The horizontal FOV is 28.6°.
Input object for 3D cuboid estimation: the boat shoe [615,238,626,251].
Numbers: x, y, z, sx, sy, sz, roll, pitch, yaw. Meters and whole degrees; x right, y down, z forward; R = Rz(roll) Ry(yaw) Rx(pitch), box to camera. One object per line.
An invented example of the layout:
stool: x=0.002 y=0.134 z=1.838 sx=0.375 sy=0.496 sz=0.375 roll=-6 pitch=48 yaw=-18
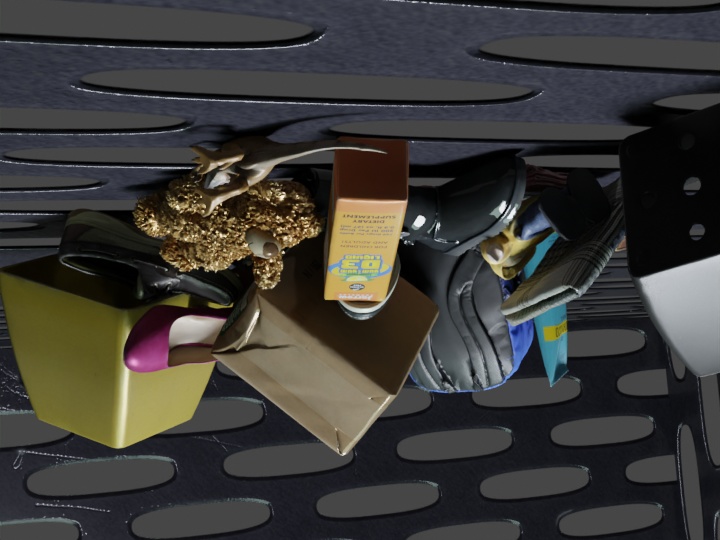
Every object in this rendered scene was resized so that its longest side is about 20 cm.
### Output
boat shoe: x=0.295 y=-0.059 z=1.650 sx=0.198 sy=0.071 sz=0.070 roll=-11 pitch=-174 yaw=-38

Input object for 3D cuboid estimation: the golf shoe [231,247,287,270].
golf shoe: x=-0.127 y=-0.045 z=1.520 sx=0.087 sy=0.078 sz=0.199 roll=-22 pitch=-169 yaw=-39

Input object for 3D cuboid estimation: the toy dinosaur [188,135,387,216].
toy dinosaur: x=-0.087 y=-0.095 z=1.178 sx=0.106 sy=0.061 sz=0.199 roll=-31 pitch=-162 yaw=-38

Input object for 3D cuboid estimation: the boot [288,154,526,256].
boot: x=0.040 y=-0.075 z=1.373 sx=0.198 sy=0.066 sz=0.165 roll=12 pitch=148 yaw=-23

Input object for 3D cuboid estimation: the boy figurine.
boy figurine: x=0.170 y=-0.039 z=1.430 sx=0.124 sy=0.065 sz=0.200 roll=-33 pitch=177 yaw=-25

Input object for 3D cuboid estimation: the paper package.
paper package: x=-0.033 y=0.062 z=1.503 sx=0.104 sy=0.190 sz=0.200 roll=-51 pitch=-176 yaw=33

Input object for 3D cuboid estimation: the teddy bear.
teddy bear: x=-0.132 y=-0.037 z=1.351 sx=0.198 sy=0.067 sz=0.146 roll=8 pitch=135 yaw=24

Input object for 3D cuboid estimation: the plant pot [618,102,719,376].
plant pot: x=0.331 y=-0.045 z=1.239 sx=0.198 sy=0.203 sz=0.177 roll=-18 pitch=150 yaw=36

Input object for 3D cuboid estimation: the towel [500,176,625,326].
towel: x=0.227 y=-0.034 z=1.439 sx=0.034 sy=0.193 sz=0.200 roll=39 pitch=161 yaw=-4

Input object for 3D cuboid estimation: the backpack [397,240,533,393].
backpack: x=0.125 y=0.030 z=1.642 sx=0.161 sy=0.203 sz=0.168 roll=-6 pitch=-162 yaw=30

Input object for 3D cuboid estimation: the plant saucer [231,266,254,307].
plant saucer: x=-0.093 y=0.023 z=1.712 sx=0.197 sy=0.035 sz=0.201 roll=-11 pitch=-160 yaw=4

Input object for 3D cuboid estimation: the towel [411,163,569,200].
towel: x=0.135 y=-0.085 z=1.515 sx=0.198 sy=0.023 sz=0.143 roll=-8 pitch=175 yaw=35

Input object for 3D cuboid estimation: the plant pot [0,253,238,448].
plant pot: x=-0.278 y=0.086 z=1.611 sx=0.198 sy=0.179 sz=0.199 roll=15 pitch=-162 yaw=30

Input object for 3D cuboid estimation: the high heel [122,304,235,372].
high heel: x=-0.166 y=0.076 z=1.476 sx=0.095 sy=0.068 sz=0.200 roll=14 pitch=-171 yaw=20

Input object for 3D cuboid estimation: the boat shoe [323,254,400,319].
boat shoe: x=-0.002 y=0.000 z=1.455 sx=0.073 sy=0.067 sz=0.200 roll=0 pitch=-145 yaw=-9

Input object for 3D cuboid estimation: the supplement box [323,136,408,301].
supplement box: x=0.003 y=-0.042 z=1.291 sx=0.066 sy=0.070 sz=0.201 roll=1 pitch=155 yaw=-4

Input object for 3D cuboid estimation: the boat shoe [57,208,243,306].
boat shoe: x=-0.223 y=0.002 z=1.486 sx=0.198 sy=0.065 sz=0.073 roll=21 pitch=152 yaw=-5

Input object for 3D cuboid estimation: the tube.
tube: x=0.207 y=0.022 z=1.578 sx=0.050 sy=0.203 sz=0.077 roll=-5 pitch=-173 yaw=28
